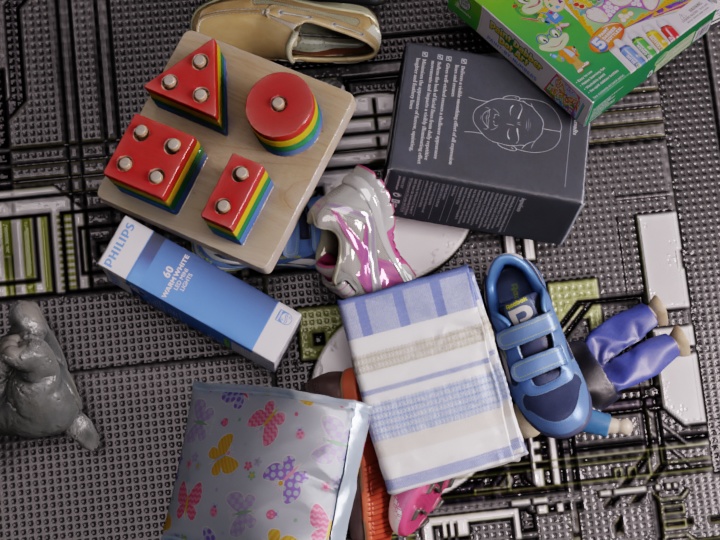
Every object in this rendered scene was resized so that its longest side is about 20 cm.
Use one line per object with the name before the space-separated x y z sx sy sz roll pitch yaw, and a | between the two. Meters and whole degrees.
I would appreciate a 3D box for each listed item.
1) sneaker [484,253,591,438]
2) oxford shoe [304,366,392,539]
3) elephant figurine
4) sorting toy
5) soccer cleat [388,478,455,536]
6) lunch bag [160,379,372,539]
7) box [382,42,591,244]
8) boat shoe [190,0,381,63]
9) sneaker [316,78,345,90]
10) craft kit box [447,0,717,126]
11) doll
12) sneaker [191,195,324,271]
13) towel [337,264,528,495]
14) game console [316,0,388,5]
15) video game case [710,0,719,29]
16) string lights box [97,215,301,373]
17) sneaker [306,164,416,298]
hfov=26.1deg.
sneaker | 0.169 0.072 1.546 0.073 0.082 0.201 -23 64 4
oxford shoe | -0.012 0.200 1.563 0.072 0.071 0.202 -11 81 21
elephant figurine | -0.386 0.123 1.519 0.199 0.142 0.156 -25 55 -6
sorting toy | -0.138 -0.130 1.527 0.199 0.070 0.200 23 77 18
soccer cleat | 0.063 0.167 1.571 0.086 0.070 0.201 23 81 23
lunch bag | -0.077 0.201 1.483 0.127 0.199 0.171 20 75 -43
box | 0.127 -0.128 1.582 0.198 0.107 0.150 10 67 -1
boat shoe | -0.077 -0.245 1.608 0.198 0.076 0.072 -1 124 -3
sneaker | -0.099 -0.134 1.607 0.199 0.076 0.077 -29 89 2
craft kit box | 0.226 -0.268 1.583 0.200 0.049 0.197 -37 67 -26
doll | 0.239 0.110 1.589 0.199 0.049 0.137 -30 69 -6
sneaker | -0.073 -0.039 1.582 0.198 0.082 0.075 -10 80 -7
towel | 0.069 0.107 1.519 0.146 0.024 0.202 -15 88 -8
game console | -0.066 -0.353 1.622 0.198 0.176 0.117 4 109 -2
video game case | 0.278 -0.312 1.677 0.199 0.026 0.182 -26 83 -7
string lights box | -0.159 0.027 1.555 0.199 0.103 0.059 29 81 1
sneaker | 0.000 0.000 1.557 0.088 0.081 0.201 -25 107 -16
